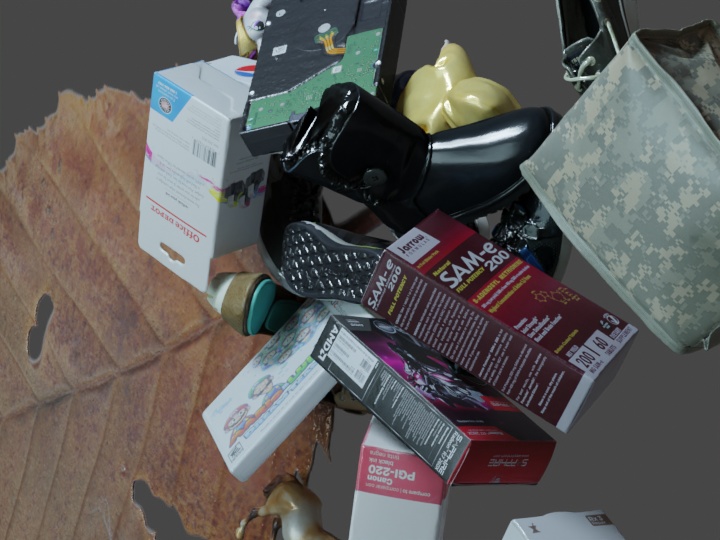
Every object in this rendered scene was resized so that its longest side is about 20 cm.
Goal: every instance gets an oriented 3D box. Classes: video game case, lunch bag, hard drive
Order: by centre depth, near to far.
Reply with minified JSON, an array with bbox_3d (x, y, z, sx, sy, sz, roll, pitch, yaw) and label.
[{"bbox_3d":[0.243,-0.057,1.280,0.200,0.117,0.164,58,135,20],"label":"lunch bag"},{"bbox_3d":[-0.032,-0.198,1.644,0.139,0.038,0.200,-12,43,20],"label":"hard drive"},{"bbox_3d":[-0.071,0.102,1.712,0.200,0.024,0.182,-48,19,0],"label":"video game case"}]

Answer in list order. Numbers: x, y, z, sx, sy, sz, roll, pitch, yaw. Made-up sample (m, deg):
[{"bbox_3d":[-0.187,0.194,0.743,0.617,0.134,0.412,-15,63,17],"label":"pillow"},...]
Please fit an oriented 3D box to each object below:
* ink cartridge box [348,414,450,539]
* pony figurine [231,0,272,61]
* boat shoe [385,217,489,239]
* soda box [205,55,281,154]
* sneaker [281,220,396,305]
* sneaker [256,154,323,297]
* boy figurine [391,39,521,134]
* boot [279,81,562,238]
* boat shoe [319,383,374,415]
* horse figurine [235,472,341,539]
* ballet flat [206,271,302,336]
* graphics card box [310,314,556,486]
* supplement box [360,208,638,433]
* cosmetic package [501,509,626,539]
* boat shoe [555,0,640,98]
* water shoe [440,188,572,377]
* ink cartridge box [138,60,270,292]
[{"bbox_3d":[0.035,0.238,1.585,0.146,0.085,0.201,-58,-26,-77],"label":"ink cartridge box"},{"bbox_3d":[-0.099,-0.332,1.807,0.200,0.166,0.193,-49,57,26],"label":"pony figurine"},{"bbox_3d":[0.045,-0.064,1.644,0.200,0.060,0.074,47,128,46],"label":"boat shoe"},{"bbox_3d":[-0.081,-0.161,1.731,0.200,0.064,0.068,19,120,40],"label":"soda box"},{"bbox_3d":[0.000,0.000,1.691,0.200,0.083,0.072,22,107,50],"label":"sneaker"},{"bbox_3d":[-0.061,-0.076,1.787,0.099,0.071,0.200,128,140,-49],"label":"sneaker"},{"bbox_3d":[0.073,-0.154,1.597,0.200,0.064,0.125,5,72,54],"label":"boy figurine"},{"bbox_3d":[0.050,-0.108,1.478,0.200,0.168,0.077,-31,43,35],"label":"boot"},{"bbox_3d":[0.003,0.111,1.700,0.200,0.072,0.076,-4,87,57],"label":"boat shoe"},{"bbox_3d":[-0.068,0.283,1.826,0.133,0.050,0.200,-52,41,27],"label":"horse figurine"},{"bbox_3d":[-0.116,0.030,1.787,0.072,0.200,0.068,23,91,13],"label":"ballet flat"},{"bbox_3d":[0.063,0.113,1.526,0.200,0.125,0.051,40,112,38],"label":"graphics card box"},{"bbox_3d":[0.114,0.038,1.414,0.200,0.109,0.061,31,122,14],"label":"supplement box"},{"bbox_3d":[0.146,0.299,1.456,0.074,0.101,0.200,54,134,41],"label":"cosmetic package"},{"bbox_3d":[0.193,-0.168,1.411,0.071,0.064,0.201,-29,67,53],"label":"boat shoe"},{"bbox_3d":[0.126,0.005,1.503,0.071,0.079,0.200,37,120,51],"label":"water shoe"},{"bbox_3d":[-0.156,-0.093,1.740,0.115,0.068,0.200,34,128,33],"label":"ink cartridge box"}]
